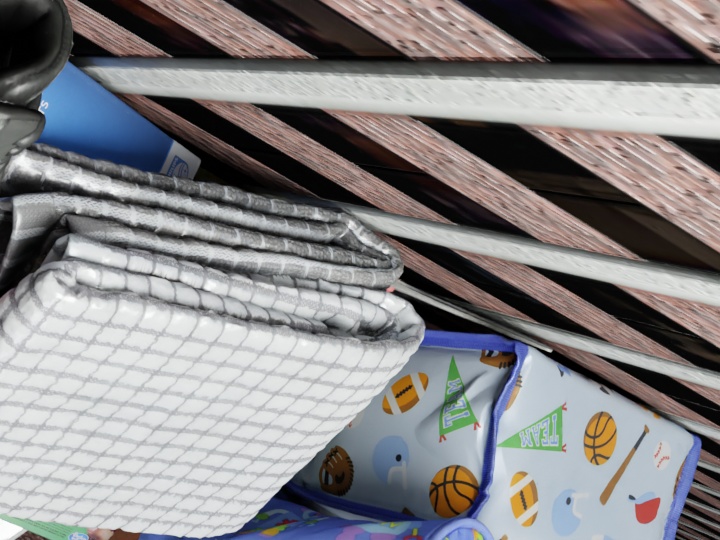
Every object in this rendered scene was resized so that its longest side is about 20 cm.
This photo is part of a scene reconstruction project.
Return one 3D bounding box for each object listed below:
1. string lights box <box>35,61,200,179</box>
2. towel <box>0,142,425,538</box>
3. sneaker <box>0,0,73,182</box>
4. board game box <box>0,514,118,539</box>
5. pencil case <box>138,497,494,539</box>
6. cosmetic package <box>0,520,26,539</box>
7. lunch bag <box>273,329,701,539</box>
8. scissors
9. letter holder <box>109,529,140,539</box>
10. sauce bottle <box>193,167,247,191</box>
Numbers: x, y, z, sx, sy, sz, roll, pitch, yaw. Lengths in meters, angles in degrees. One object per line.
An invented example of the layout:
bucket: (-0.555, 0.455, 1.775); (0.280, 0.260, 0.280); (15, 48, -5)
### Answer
string lights box: (-0.161, -0.073, 0.729); (0.102, 0.059, 0.200); (24, 174, 29)
towel: (-0.096, 0.036, 0.739); (0.199, 0.166, 0.086); (12, -133, -39)
sneaker: (-0.135, -0.051, 0.564); (0.097, 0.071, 0.201); (-3, 151, 0)
board game box: (-0.147, 0.056, 0.828); (0.200, 0.135, 0.029); (36, -166, -50)
pencil case: (-0.020, 0.145, 0.836); (0.199, 0.078, 0.087); (1, -170, 43)
cosmetic package: (-0.195, 0.043, 0.986); (0.165, 0.200, 0.165); (55, 171, -6)
lunch bag: (0.046, 0.105, 0.945); (0.199, 0.124, 0.170); (7, 162, 46)
scissors: (0.000, 0.000, 0.891); (0.200, 0.014, 0.073); (24, 174, 34)
letter holder: (-0.081, 0.177, 1.102); (0.199, 0.143, 0.101); (-11, -160, -14)
sauce bottle: (-0.117, -0.035, 0.862); (0.199, 0.065, 0.065); (28, 175, 3)
